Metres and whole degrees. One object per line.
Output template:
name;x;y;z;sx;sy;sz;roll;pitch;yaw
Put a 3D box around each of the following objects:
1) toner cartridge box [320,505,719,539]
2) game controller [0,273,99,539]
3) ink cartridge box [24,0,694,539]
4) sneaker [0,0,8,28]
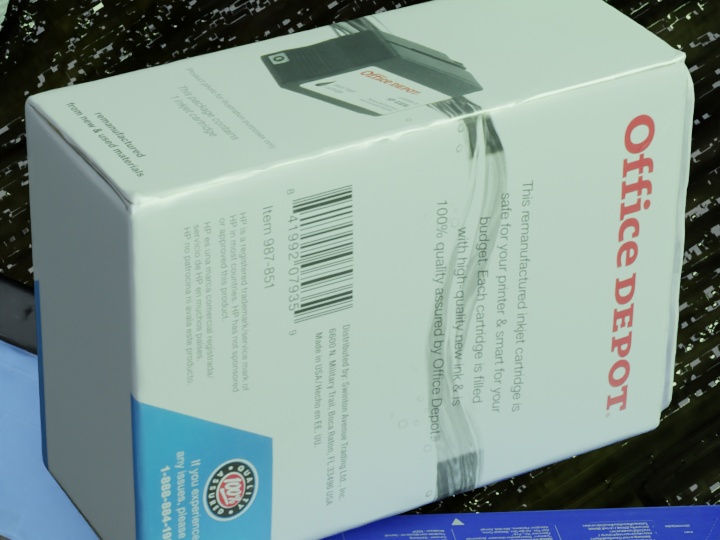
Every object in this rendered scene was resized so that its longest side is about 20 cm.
toner cartridge box;0.038;0.122;0.923;0.199;0.095;0.043;-1;119;-10
game controller;-0.113;0.064;0.980;0.199;0.042;0.105;22;77;6
ink cartridge box;0.000;0.000;0.907;0.199;0.146;0.084;-16;34;-25
sneaker;-0.220;-0.065;0.993;0.115;0.075;0.200;39;83;6
